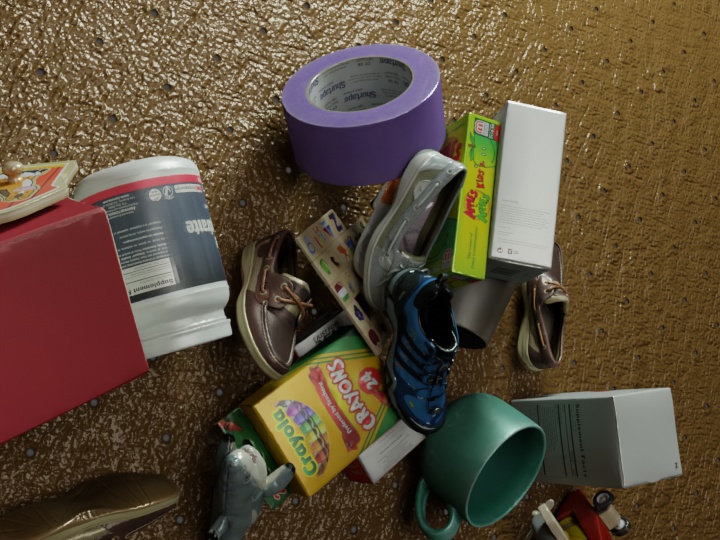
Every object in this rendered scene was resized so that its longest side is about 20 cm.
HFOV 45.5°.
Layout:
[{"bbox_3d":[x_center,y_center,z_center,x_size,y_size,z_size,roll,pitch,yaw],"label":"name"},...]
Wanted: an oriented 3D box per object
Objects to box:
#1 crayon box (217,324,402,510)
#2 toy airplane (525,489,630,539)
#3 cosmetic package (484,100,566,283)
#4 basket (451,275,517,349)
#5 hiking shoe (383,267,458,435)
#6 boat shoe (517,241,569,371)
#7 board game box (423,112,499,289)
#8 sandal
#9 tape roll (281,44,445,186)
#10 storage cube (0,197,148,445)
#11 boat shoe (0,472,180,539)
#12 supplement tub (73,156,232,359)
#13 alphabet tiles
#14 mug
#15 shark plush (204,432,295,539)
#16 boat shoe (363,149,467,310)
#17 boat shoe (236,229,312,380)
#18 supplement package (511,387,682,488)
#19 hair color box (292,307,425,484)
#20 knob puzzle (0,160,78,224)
[{"bbox_3d":[-0.050,0.170,1.000,0.199,0.051,0.128,-37,101,-27],"label":"crayon box"},{"bbox_3d":[0.306,0.415,1.195,0.199,0.140,0.202,15,55,-62],"label":"toy airplane"},{"bbox_3d":[0.195,-0.096,1.086,0.084,0.108,0.202,11,80,-6],"label":"cosmetic package"},{"bbox_3d":[0.151,-0.005,1.181,0.179,0.136,0.202,23,73,-12],"label":"basket"},{"bbox_3d":[0.073,0.100,0.988,0.074,0.086,0.202,-15,104,-28],"label":"hiking shoe"},{"bbox_3d":[0.280,0.047,1.265,0.072,0.072,0.202,21,70,-27],"label":"boat shoe"},{"bbox_3d":[0.119,-0.082,1.072,0.047,0.101,0.202,13,75,-21],"label":"board game box"},{"bbox_3d":[0.040,-0.068,1.122,0.079,0.059,0.207,42,62,-12],"label":"sandal"},{"bbox_3d":[0.005,-0.198,1.075,0.200,0.199,0.086,-40,138,-30],"label":"tape roll"},{"bbox_3d":[-0.334,0.037,0.817,0.179,0.170,0.202,-26,118,-33],"label":"storage cube"},{"bbox_3d":[-0.284,0.272,0.903,0.199,0.072,0.073,-12,118,-43],"label":"boat shoe"},{"bbox_3d":[-0.223,-0.011,0.938,0.139,0.140,0.202,-14,89,-33],"label":"supplement tub"},{"bbox_3d":[0.000,0.000,1.085,0.168,0.008,0.200,55,24,-6],"label":"alphabet tiles"},{"bbox_3d":[0.139,0.243,1.119,0.184,0.114,0.154,-19,127,-36],"label":"mug"},{"bbox_3d":[-0.155,0.268,0.943,0.090,0.201,0.083,34,22,4],"label":"shark plush"},{"bbox_3d":[0.064,-0.042,1.027,0.074,0.065,0.204,17,100,-46],"label":"boat shoe"},{"bbox_3d":[-0.094,0.031,0.992,0.072,0.072,0.201,45,25,-37],"label":"boat shoe"},{"bbox_3d":[0.326,0.232,1.204,0.120,0.199,0.121,-1,82,-32],"label":"supplement package"},{"bbox_3d":[-0.012,0.157,1.088,0.101,0.061,0.201,-34,100,-30],"label":"hair color box"},{"bbox_3d":[-0.371,-0.073,0.794,0.218,0.219,0.031,-19,117,-33],"label":"knob puzzle"}]
